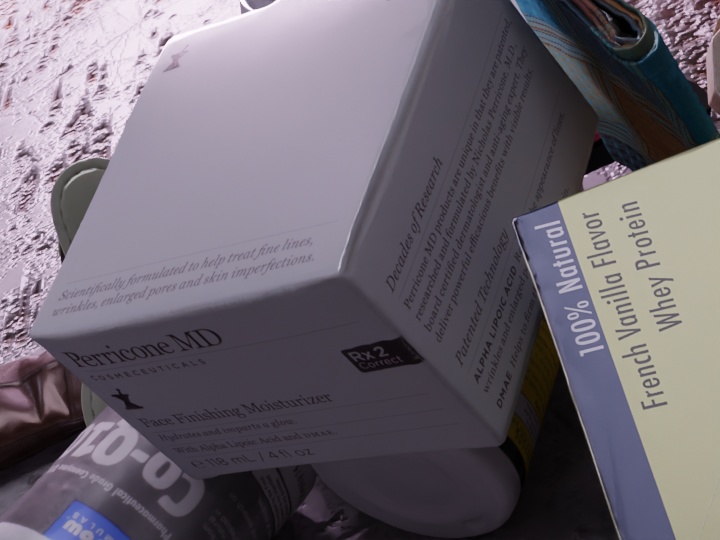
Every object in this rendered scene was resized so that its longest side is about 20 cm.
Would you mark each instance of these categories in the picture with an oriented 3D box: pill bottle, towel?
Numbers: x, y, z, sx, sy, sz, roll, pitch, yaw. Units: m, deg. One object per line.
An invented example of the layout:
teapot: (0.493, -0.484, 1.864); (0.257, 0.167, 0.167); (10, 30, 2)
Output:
pill bottle: (0.053, 0.027, 1.000); (0.111, 0.111, 0.201); (-2, 51, 34)
towel: (0.128, -0.078, 0.903); (0.022, 0.200, 0.147); (-42, 45, -1)
pill bottle: (-0.123, 0.143, 0.992); (0.113, 0.114, 0.200); (8, 45, 43)

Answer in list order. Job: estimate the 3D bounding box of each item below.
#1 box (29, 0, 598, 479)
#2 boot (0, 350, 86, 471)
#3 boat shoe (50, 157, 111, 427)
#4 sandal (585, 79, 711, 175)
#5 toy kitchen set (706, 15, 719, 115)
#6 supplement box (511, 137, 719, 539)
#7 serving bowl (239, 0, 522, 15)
box: (-0.018, -0.023, 0.911); (0.198, 0.131, 0.201); (-11, 46, 39)
boot: (-0.210, 0.057, 1.242); (0.199, 0.064, 0.187); (-25, 29, 12)
boat shoe: (-0.133, 0.036, 1.117); (0.071, 0.202, 0.061); (-12, -2, -6)
sandal: (0.123, -0.088, 1.172); (0.199, 0.045, 0.075); (-22, 42, -17)
toy kitchen set: (0.208, -0.207, 1.143); (0.163, 0.180, 0.200); (-49, -7, 3)
supplement box: (0.195, 0.052, 0.798); (0.199, 0.134, 0.201); (-21, 61, 9)
serving bowl: (0.022, -0.137, 1.200); (0.199, 0.066, 0.200); (3, 24, -1)
